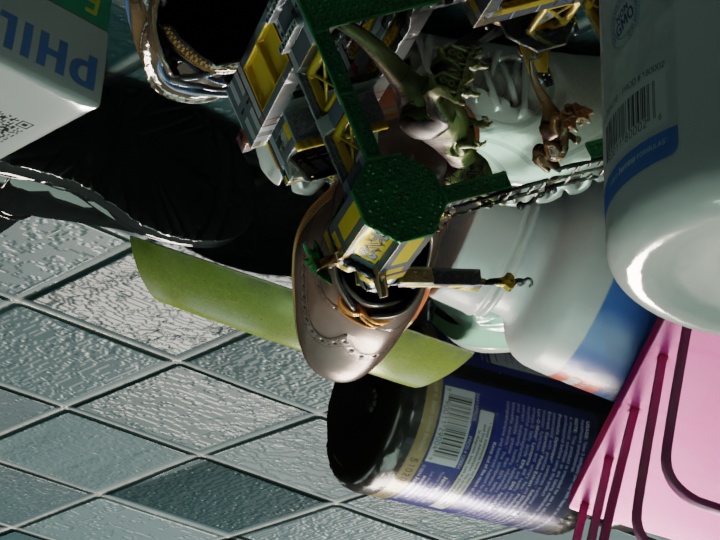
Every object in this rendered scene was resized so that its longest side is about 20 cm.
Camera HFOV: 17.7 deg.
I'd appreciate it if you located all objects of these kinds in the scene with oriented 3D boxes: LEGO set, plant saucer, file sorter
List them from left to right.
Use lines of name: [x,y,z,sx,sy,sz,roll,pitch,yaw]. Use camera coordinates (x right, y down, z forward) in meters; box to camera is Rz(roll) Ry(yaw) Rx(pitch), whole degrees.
plant saucer: [-0.036,0.027,1.267,0.199,0.031,0.200,19,179,0]
LEGO set: [0.039,-0.058,0.953,0.199,0.154,0.116,-25,165,-27]
file sorter: [0.181,0.122,1.089,0.138,0.126,0.200,17,142,-1]

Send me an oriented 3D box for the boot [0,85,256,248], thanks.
boot: [-0.175,-0.043,1.194,0.198,0.074,0.162,16,156,-30]

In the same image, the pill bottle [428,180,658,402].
pill bottle: [0.139,0.012,1.161,0.199,0.113,0.112,21,153,-7]

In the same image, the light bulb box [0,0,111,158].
light bulb box: [-0.235,-0.124,0.962,0.198,0.125,0.200,25,147,-38]

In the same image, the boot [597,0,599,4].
boot: [0.212,-0.120,1.000,0.199,0.068,0.131,15,161,-10]

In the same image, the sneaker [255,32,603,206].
sneaker: [0.042,-0.079,1.093,0.199,0.075,0.081,-2,145,9]

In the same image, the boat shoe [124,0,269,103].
boat shoe: [-0.068,-0.117,1.016,0.072,0.073,0.200,7,155,-8]

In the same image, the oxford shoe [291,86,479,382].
oxford shoe: [0.000,0.000,1.093,0.071,0.073,0.200,18,140,0]

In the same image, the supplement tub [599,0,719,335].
supplement tub: [0.150,-0.088,0.822,0.131,0.201,0.132,2,155,1]

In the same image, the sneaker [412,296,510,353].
sneaker: [0.110,0.004,1.242,0.200,0.074,0.118,-8,160,28]

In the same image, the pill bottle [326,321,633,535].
pill bottle: [0.089,0.099,1.414,0.199,0.112,0.112,15,153,-22]
